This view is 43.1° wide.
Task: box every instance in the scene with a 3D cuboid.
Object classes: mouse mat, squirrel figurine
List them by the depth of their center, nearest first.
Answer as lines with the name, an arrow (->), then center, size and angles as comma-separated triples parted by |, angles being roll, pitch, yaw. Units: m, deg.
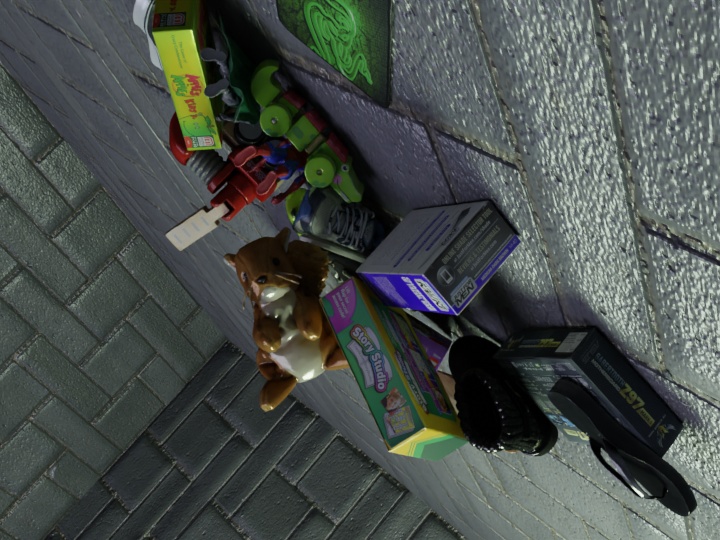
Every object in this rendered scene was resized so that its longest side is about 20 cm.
mouse mat -> -0.030, -0.249, 0.873 | 0.160, 0.008, 0.201 | 41, 166, 14
squirrel figurine -> -0.099, 0.036, 1.169 | 0.189, 0.139, 0.201 | 61, -168, -20

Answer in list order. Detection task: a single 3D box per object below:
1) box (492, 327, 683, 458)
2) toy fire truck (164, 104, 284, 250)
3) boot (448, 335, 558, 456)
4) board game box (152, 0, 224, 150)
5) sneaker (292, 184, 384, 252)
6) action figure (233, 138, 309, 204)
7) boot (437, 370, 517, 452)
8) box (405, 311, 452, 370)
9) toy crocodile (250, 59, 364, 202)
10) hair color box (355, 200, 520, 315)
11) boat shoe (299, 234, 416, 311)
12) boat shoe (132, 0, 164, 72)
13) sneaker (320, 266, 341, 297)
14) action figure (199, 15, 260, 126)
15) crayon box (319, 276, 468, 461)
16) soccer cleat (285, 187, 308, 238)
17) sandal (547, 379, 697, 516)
box -> 0.259, 0.140, 1.070 | 0.158, 0.051, 0.200 | 47, 165, -8
toy fire truck -> -0.221, -0.140, 1.312 | 0.176, 0.200, 0.129 | 44, 165, -4
boot -> 0.156, 0.152, 1.180 | 0.156, 0.080, 0.211 | 19, -159, -49
board game box -> -0.203, -0.251, 1.102 | 0.046, 0.104, 0.201 | -2, 148, 1
sneaker -> -0.018, -0.066, 1.173 | 0.084, 0.078, 0.199 | 26, -173, 19
action figure -> -0.112, -0.121, 1.142 | 0.066, 0.099, 0.200 | 51, -157, 0
boot -> 0.163, 0.198, 1.352 | 0.199, 0.072, 0.144 | 30, -170, 9
box -> 0.065, 0.089, 1.323 | 0.135, 0.040, 0.200 | 32, -177, 7
toy crocodile -> -0.062, -0.164, 1.102 | 0.200, 0.061, 0.068 | 48, -159, -11
hair color box -> 0.081, -0.014, 1.017 | 0.065, 0.109, 0.199 | 47, 166, -13
boat shoe -> 0.000, 0.000, 1.257 | 0.196, 0.062, 0.074 | 18, -165, 16
boat shoe -> -0.240, -0.303, 1.173 | 0.067, 0.072, 0.200 | 37, 162, 6
sneaker -> -0.021, 0.022, 1.475 | 0.074, 0.113, 0.205 | 159, 102, -82
action figure -> -0.152, -0.221, 1.119 | 0.200, 0.053, 0.121 | 24, -119, -85
crayon box -> 0.043, 0.124, 1.107 | 0.203, 0.058, 0.172 | 63, -166, 24
soccer cleat -> -0.038, -0.042, 1.369 | 0.200, 0.068, 0.081 | 45, 178, -4
sandal -> 0.281, 0.203, 1.007 | 0.199, 0.043, 0.076 | 41, 164, 5
